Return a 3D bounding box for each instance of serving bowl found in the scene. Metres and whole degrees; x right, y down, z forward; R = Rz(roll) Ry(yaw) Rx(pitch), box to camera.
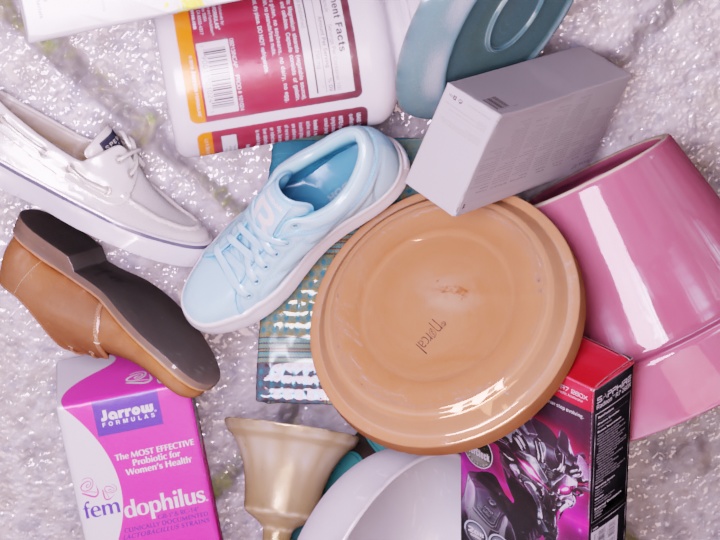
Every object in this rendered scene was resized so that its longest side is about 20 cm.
[{"bbox_3d":[0.008,0.214,1.619,0.200,0.066,0.201,-31,134,-39],"label":"serving bowl"}]

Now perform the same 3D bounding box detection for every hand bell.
[{"bbox_3d":[-0.065,0.216,1.633,0.103,0.104,0.201,10,82,-10],"label":"hand bell"}]

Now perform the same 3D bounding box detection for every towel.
[{"bbox_3d":[0.000,0.000,1.592,0.146,0.022,0.201,2,80,6],"label":"towel"}]

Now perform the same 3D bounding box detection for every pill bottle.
[{"bbox_3d":[-0.041,-0.151,1.548,0.199,0.113,0.114,-10,109,-4],"label":"pill bottle"}]

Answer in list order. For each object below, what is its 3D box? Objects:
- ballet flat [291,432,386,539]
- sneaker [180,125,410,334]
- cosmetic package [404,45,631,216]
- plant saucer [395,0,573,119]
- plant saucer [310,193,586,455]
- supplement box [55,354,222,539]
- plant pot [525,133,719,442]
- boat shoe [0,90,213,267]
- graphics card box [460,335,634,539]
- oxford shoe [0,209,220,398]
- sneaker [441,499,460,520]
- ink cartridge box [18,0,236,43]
[{"bbox_3d":[0.021,0.149,1.688,0.071,0.071,0.200,38,100,-17],"label":"ballet flat"},{"bbox_3d":[-0.060,-0.037,1.546,0.200,0.074,0.082,-43,152,7],"label":"sneaker"},{"bbox_3d":[0.113,-0.102,1.540,0.051,0.200,0.083,33,117,22],"label":"cosmetic package"},{"bbox_3d":[0.099,-0.182,1.491,0.027,0.200,0.201,37,103,21],"label":"plant saucer"},{"bbox_3d":[0.057,0.030,1.517,0.200,0.201,0.032,-33,147,5],"label":"plant saucer"},{"bbox_3d":[-0.162,0.166,1.646,0.101,0.103,0.201,-11,108,-3],"label":"supplement box"},{"bbox_3d":[0.209,0.007,1.601,0.199,0.200,0.180,-26,95,2],"label":"plant pot"},{"bbox_3d":[-0.190,-0.070,1.584,0.199,0.071,0.070,27,106,-8],"label":"boat shoe"},{"bbox_3d":[0.131,0.132,1.566,0.051,0.125,0.201,-31,133,-37],"label":"graphics card box"},{"bbox_3d":[-0.183,0.039,1.587,0.200,0.071,0.072,37,110,23],"label":"oxford shoe"},{"bbox_3d":[0.098,0.153,1.690,0.091,0.076,0.201,-12,108,2],"label":"sneaker"},{"bbox_3d":[-0.137,-0.227,1.495,0.199,0.145,0.084,-11,108,-4],"label":"ink cartridge box"}]
